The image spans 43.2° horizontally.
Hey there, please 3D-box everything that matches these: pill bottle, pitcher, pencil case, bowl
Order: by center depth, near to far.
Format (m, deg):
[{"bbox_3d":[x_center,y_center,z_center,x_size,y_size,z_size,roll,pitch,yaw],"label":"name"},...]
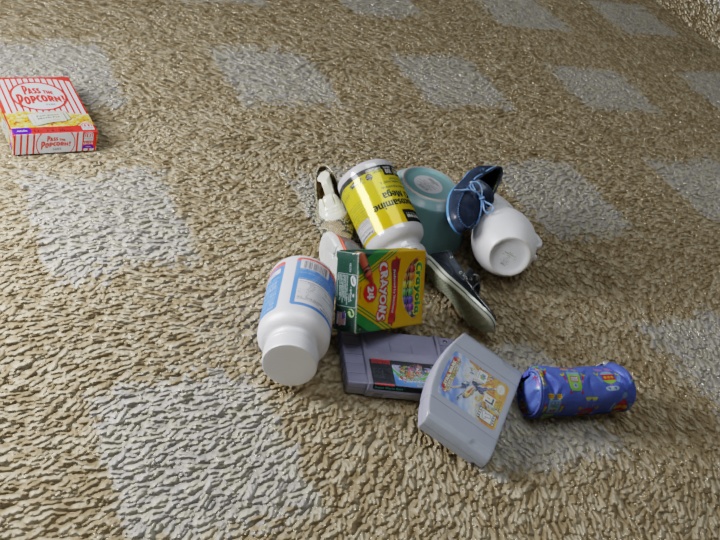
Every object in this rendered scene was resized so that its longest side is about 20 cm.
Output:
[{"bbox_3d":[-0.099,0.077,1.391,0.112,0.113,0.200,14,37,-6],"label":"pill bottle"},{"bbox_3d":[0.348,0.190,1.466,0.199,0.078,0.087,0,65,-24],"label":"pencil case"},{"bbox_3d":[0.045,-0.091,1.636,0.112,0.112,0.201,-11,66,-34],"label":"pill bottle"},{"bbox_3d":[0.290,-0.060,1.744,0.171,0.122,0.200,24,23,-13],"label":"pitcher"},{"bbox_3d":[0.119,-0.126,1.751,0.200,0.105,0.201,12,38,-9],"label":"bowl"}]

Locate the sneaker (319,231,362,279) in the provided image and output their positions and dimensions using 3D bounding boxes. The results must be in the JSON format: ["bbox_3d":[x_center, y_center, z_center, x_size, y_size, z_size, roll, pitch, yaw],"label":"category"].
[{"bbox_3d":[0.000,0.000,1.567,0.082,0.077,0.200,1,40,-32],"label":"sneaker"}]

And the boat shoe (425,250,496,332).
[{"bbox_3d":[0.183,0.030,1.600,0.062,0.075,0.200,-28,47,-13],"label":"boat shoe"}]

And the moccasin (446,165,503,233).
[{"bbox_3d":[0.215,-0.146,1.699,0.081,0.068,0.200,54,39,-25],"label":"moccasin"}]

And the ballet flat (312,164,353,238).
[{"bbox_3d":[-0.059,-0.131,1.702,0.068,0.076,0.200,-13,42,-2],"label":"ballet flat"}]

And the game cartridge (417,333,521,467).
[{"bbox_3d":[0.164,0.189,1.387,0.133,0.042,0.200,37,44,-5],"label":"game cartridge"}]

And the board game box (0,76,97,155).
[{"bbox_3d":[-0.596,-0.292,1.701,0.151,0.046,0.200,-9,44,-32],"label":"board game box"}]

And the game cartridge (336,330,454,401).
[{"bbox_3d":[0.066,0.149,1.438,0.199,0.039,0.130,7,34,-15],"label":"game cartridge"}]

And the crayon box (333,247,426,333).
[{"bbox_3d":[0.044,0.028,1.466,0.051,0.128,0.200,8,8,41],"label":"crayon box"}]
